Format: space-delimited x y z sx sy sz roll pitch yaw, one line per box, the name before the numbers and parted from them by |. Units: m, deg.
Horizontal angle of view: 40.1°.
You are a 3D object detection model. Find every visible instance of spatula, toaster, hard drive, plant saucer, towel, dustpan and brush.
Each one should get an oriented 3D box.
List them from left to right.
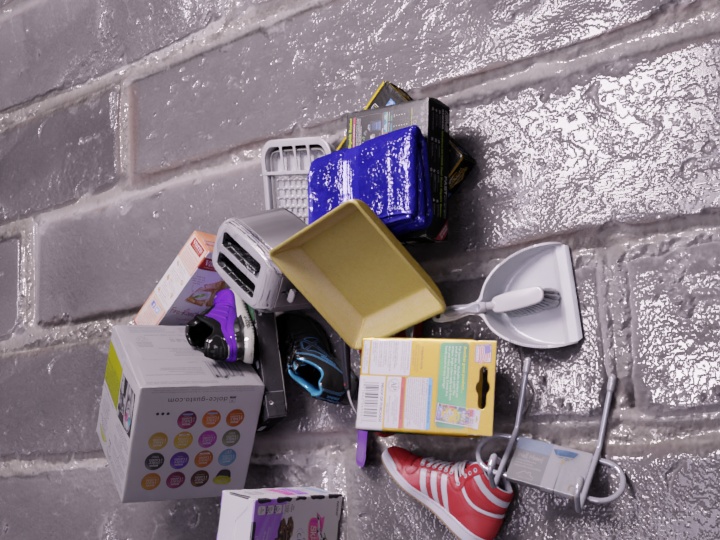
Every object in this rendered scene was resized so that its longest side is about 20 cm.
hard drive | -0.159 0.146 1.572 0.140 0.037 0.204 133 130 -64
toaster | -0.138 -0.020 1.511 0.200 0.128 0.115 42 125 33
spatula | -0.010 0.191 1.466 0.056 0.020 0.204 180 79 -77
plant saucer | 0.000 0.000 1.366 0.200 0.049 0.199 48 135 -14
towel | 0.006 -0.111 1.380 0.198 0.049 0.151 -14 76 37
dustpan and brush | 0.192 0.047 1.342 0.198 0.057 0.142 -16 73 35

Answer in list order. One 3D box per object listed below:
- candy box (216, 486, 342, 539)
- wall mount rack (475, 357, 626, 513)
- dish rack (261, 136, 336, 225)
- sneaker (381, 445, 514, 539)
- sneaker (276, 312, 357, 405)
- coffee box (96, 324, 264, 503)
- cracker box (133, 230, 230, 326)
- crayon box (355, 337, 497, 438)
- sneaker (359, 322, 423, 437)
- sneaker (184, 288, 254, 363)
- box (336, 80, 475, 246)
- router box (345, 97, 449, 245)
candy box | -0.120 0.408 1.438 0.071 0.199 0.171 3 84 38
wall mount rack | 0.247 0.211 1.259 0.197 0.075 0.175 10 51 25
dish rack | -0.085 -0.107 1.561 0.170 0.043 0.204 4 100 45
sneaker | 0.123 0.277 1.352 0.199 0.071 0.114 37 109 28
sneaker | -0.086 0.130 1.532 0.200 0.081 0.074 41 110 36
coffee box | -0.287 0.219 1.543 0.200 0.197 0.201 43 124 54
cracker box | -0.271 0.035 1.656 0.201 0.133 0.058 -53 56 19
crayon box | 0.095 0.158 1.334 0.197 0.051 0.128 -1 78 27
sneaker | 0.029 0.138 1.461 0.115 0.078 0.204 6 80 50
sneaker | -0.229 0.082 1.553 0.200 0.098 0.071 -128 39 -63
box | 0.059 -0.163 1.488 0.160 0.049 0.201 -51 56 18
router box | 0.051 -0.135 1.419 0.148 0.062 0.204 -3 82 37
